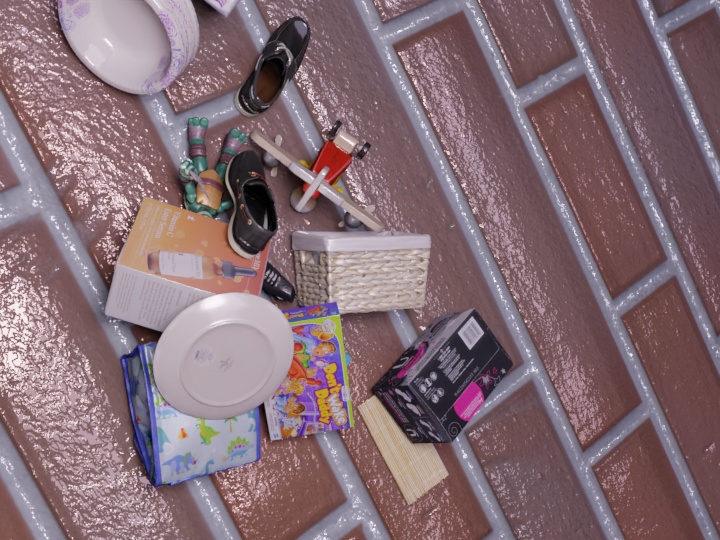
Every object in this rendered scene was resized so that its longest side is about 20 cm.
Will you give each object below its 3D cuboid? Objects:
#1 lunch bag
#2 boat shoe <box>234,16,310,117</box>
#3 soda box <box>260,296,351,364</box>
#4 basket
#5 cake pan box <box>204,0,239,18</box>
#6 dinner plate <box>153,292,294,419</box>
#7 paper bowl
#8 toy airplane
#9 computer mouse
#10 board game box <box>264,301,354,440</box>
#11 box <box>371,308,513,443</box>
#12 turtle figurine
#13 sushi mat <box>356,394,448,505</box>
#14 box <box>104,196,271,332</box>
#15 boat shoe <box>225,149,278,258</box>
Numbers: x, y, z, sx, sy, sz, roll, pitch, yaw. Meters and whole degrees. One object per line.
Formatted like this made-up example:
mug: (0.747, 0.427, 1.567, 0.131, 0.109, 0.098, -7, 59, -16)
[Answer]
lunch bag: (-0.243, 0.200, 1.369, 0.169, 0.127, 0.201, -9, 79, -30)
boat shoe: (-0.132, -0.339, 1.534, 0.072, 0.068, 0.201, 37, 66, -18)
soda box: (-0.117, 0.117, 1.485, 0.200, 0.064, 0.068, 35, 69, -21)
basket: (0.000, 0.000, 1.521, 0.199, 0.135, 0.124, -1, 96, -30)
cake pan box: (-0.261, -0.468, 1.411, 0.184, 0.200, 0.052, 36, 104, -18)
dinner plate: (-0.183, 0.124, 1.281, 0.199, 0.024, 0.201, -10, 117, -19)
paper bowl: (-0.326, -0.366, 1.354, 0.201, 0.200, 0.105, 43, 47, -18)
toy airplane: (-0.069, -0.140, 1.501, 0.198, 0.141, 0.201, 4, 48, -41)
computer mouse: (-0.103, 0.058, 1.479, 0.200, 0.059, 0.034, 43, 71, 7)
board game box: (-0.088, 0.156, 1.433, 0.133, 0.045, 0.201, -9, 115, -4)
box: (0.139, 0.179, 1.584, 0.200, 0.115, 0.132, -45, 104, -32)
turtle figurine: (-0.229, -0.130, 1.434, 0.149, 0.100, 0.201, 26, 54, -43)
sushi mat: (0.074, 0.293, 1.598, 0.095, 0.012, 0.201, -32, 99, -29)
box: (-0.244, 0.007, 1.344, 0.199, 0.107, 0.153, 17, 41, -11)
boat shoe: (-0.155, -0.109, 1.372, 0.073, 0.063, 0.202, 28, 36, -32)
